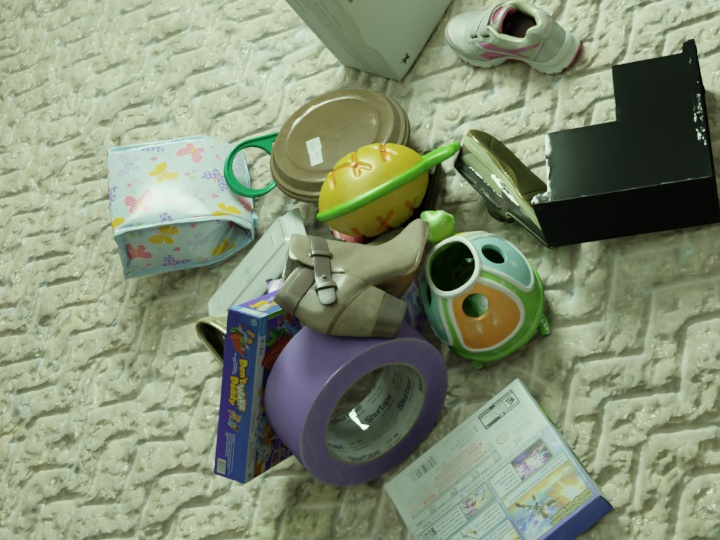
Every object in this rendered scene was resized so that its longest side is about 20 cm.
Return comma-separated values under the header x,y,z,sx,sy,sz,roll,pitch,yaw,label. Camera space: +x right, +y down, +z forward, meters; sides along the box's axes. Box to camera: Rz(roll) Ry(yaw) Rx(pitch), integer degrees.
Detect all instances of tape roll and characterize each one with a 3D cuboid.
x,y,z,sx,sy,sz,roll,pitch,yaw,label
-0.004,0.141,1.515,0.200,0.200,0.085,-47,47,0,tape roll

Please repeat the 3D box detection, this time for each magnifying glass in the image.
x,y,z,sx,sy,sz,roll,pitch,yaw,label
-0.111,-0.179,1.872,0.200,0.080,0.022,-44,1,-18,magnifying glass

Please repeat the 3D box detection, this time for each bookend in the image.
x,y,z,sx,sy,sz,roll,pitch,yaw,label
0.300,-0.144,1.526,0.199,0.092,0.199,-9,55,16,bookend

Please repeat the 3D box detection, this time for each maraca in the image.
x,y,z,sx,sy,sz,roll,pitch,yaw,label
0.034,-0.109,1.640,0.200,0.107,0.137,-30,11,-19,maraca

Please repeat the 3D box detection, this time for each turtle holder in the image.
x,y,z,sx,sy,sz,roll,pitch,yaw,label
0.135,0.008,1.547,0.141,0.132,0.186,-12,56,30,turtle holder

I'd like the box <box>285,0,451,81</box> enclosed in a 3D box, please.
x,y,z,sx,sy,sz,roll,pitch,yaw,label
0.017,-0.408,1.846,0.130,0.199,0.200,23,77,41,box

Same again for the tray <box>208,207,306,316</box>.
x,y,z,sx,sy,sz,roll,pitch,yaw,label
-0.145,0.006,1.773,0.200,0.022,0.107,-49,26,15,tray

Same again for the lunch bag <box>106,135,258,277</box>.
x,y,z,sx,sy,sz,roll,pitch,yaw,label
-0.251,-0.092,1.885,0.199,0.127,0.170,-11,54,-4,lunch bag

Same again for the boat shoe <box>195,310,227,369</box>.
x,y,z,sx,sy,sz,roll,pitch,yaw,label
-0.136,0.128,1.669,0.200,0.065,0.072,48,124,28,boat shoe

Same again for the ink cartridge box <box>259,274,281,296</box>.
x,y,z,sx,sy,sz,roll,pitch,yaw,label
-0.094,0.076,1.720,0.109,0.050,0.200,19,74,40,ink cartridge box

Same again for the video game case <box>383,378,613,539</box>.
x,y,z,sx,sy,sz,roll,pitch,yaw,label
0.146,0.247,1.447,0.200,0.045,0.181,-40,46,8,video game case

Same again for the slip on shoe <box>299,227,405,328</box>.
x,y,z,sx,sy,sz,roll,pitch,yaw,label
0.000,0.000,1.554,0.076,0.061,0.200,23,48,38,slip on shoe

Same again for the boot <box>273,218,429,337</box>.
x,y,z,sx,sy,sz,roll,pitch,yaw,label
-0.010,-0.008,1.476,0.146,0.070,0.200,20,44,-1,boot

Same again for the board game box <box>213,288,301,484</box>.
x,y,z,sx,sy,sz,roll,pitch,yaw,label
-0.108,0.129,1.543,0.045,0.134,0.201,14,108,25,board game box

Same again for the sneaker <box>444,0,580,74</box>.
x,y,z,sx,sy,sz,roll,pitch,yaw,label
0.189,-0.319,1.745,0.200,0.088,0.082,12,70,40,sneaker

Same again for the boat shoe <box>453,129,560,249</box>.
x,y,z,sx,sy,sz,roll,pitch,yaw,label
0.184,-0.090,1.624,0.201,0.072,0.066,53,127,31,boat shoe

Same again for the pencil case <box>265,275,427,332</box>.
x,y,z,sx,sy,sz,roll,pitch,yaw,label
-0.019,0.046,1.624,0.199,0.086,0.084,-3,63,13,pencil case

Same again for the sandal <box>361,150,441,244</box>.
x,y,z,sx,sy,sz,roll,pitch,yaw,label
0.061,-0.071,1.709,0.081,0.055,0.200,-4,46,27,sandal

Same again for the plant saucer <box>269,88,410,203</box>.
x,y,z,sx,sy,sz,roll,pitch,yaw,label
-0.032,-0.173,1.768,0.199,0.030,0.201,-12,49,14,plant saucer

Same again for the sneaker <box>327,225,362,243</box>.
x,y,z,sx,sy,sz,roll,pitch,yaw,label
0.005,-0.108,1.752,0.087,0.074,0.201,-16,54,25,sneaker
